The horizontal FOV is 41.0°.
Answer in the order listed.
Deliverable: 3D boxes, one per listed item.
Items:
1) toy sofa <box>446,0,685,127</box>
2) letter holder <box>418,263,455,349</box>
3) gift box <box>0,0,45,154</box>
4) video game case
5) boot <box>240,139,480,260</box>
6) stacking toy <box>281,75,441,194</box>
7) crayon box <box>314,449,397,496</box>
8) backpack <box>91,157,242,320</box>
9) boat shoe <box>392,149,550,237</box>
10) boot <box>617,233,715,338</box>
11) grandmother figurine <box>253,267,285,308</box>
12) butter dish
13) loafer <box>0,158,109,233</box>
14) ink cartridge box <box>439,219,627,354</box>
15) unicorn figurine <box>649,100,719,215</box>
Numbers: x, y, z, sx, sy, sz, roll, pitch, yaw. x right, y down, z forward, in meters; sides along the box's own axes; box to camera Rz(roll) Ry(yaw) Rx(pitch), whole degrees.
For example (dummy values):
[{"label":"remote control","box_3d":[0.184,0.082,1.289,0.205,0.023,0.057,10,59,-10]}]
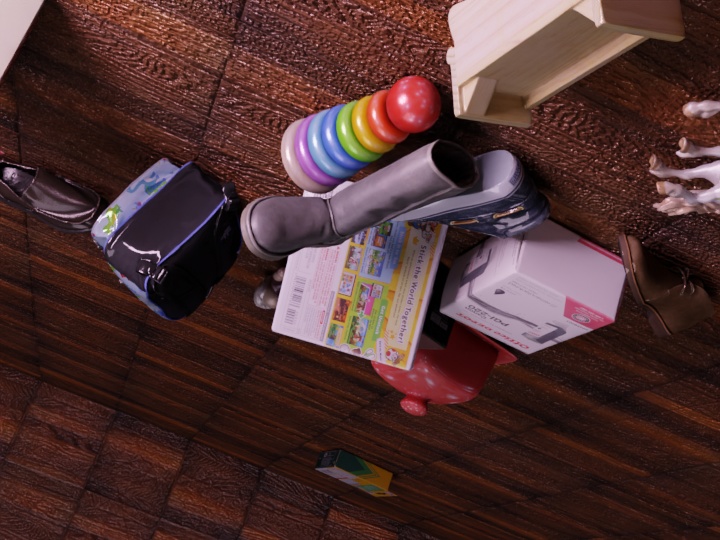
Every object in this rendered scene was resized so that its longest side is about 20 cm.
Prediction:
[{"label":"toy sofa","box_3d":[0.154,-0.194,0.763,0.082,0.099,0.200,2,166,-27]},{"label":"letter holder","box_3d":[0.019,0.019,1.304,0.199,0.101,0.141,35,155,-33]},{"label":"gift box","box_3d":[-0.437,-0.228,1.006,0.199,0.188,0.184,28,156,-18]},{"label":"video game case","box_3d":[0.000,0.000,1.165,0.180,0.202,0.023,15,-176,11]},{"label":"boot","box_3d":[0.000,-0.071,0.980,0.199,0.073,0.181,-14,-179,38]},{"label":"stacking toy","box_3d":[0.005,-0.147,0.987,0.085,0.086,0.199,33,147,-29]},{"label":"crayon box","box_3d":[-0.005,0.535,2.537,0.199,0.052,0.125,29,155,-20]},{"label":"backpack","box_3d":[-0.251,-0.042,1.294,0.147,0.183,0.200,38,165,16]},{"label":"boat shoe","box_3d":[0.108,-0.071,1.063,0.199,0.071,0.091,-5,145,43]},{"label":"boot","box_3d":[0.343,0.009,1.083,0.075,0.074,0.200,-17,146,27]},{"label":"grandmother figurine","box_3d":[-0.091,0.032,1.478,0.199,0.061,0.121,-7,137,42]},{"label":"butter dish","box_3d":[0.100,0.148,1.462,0.199,0.149,0.198,34,152,-31]},{"label":"loafer","box_3d":[-0.471,-0.112,1.437,0.198,0.074,0.071,16,159,10]},{"label":"ink cartridge box","box_3d":[0.207,0.022,1.178,0.145,0.086,0.200,25,158,-13]},{"label":"unicorn figurine","box_3d":[0.338,-0.097,0.839,0.136,0.075,0.200,10,171,0]}]
